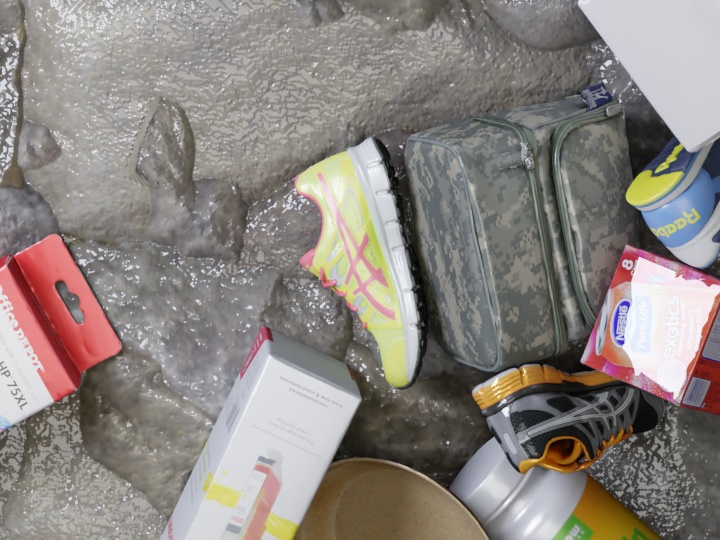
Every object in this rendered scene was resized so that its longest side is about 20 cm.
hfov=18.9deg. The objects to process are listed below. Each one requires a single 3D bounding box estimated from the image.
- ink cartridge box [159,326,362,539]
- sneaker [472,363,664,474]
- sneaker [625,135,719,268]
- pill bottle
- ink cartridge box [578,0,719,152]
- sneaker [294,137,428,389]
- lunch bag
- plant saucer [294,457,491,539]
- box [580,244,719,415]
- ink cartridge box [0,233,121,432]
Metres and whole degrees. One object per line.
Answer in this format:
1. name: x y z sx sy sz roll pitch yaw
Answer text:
1. ink cartridge box: -0.081 0.159 1.694 0.083 0.145 0.200 25 95 -8
2. sneaker: 0.170 0.122 1.706 0.200 0.078 0.077 2 61 -42
3. sneaker: 0.275 -0.073 1.653 0.082 0.074 0.200 55 48 -8
4. pill bottle: 0.167 0.223 1.738 0.200 0.111 0.111 41 92 -8
5. ink cartridge box: 0.264 -0.206 1.632 0.145 0.200 0.147 -36 99 17
6. sneaker: 0.000 0.000 1.721 0.090 0.078 0.201 -13 93 5
7. lunch bag: 0.140 -0.035 1.697 0.167 0.139 0.201 -15 100 -20
8. plant saucer: 0.036 0.231 1.725 0.200 0.035 0.201 16 121 27
9. box: 0.268 0.053 1.678 0.095 0.200 0.100 24 96 34
10. ink cartridge box: -0.300 0.068 1.702 0.200 0.067 0.116 -29 99 -1
